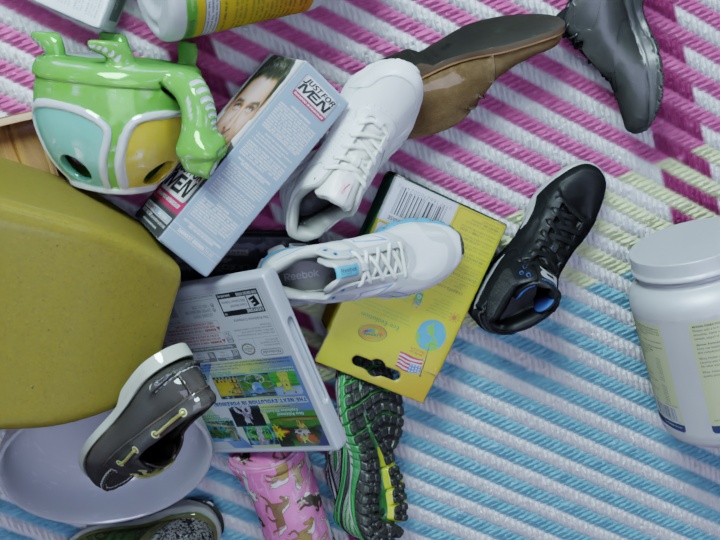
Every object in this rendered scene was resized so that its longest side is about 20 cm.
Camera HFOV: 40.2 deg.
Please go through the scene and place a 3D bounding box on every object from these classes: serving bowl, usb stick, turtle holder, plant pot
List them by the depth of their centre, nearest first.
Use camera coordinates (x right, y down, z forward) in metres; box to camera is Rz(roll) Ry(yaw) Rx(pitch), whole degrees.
[{"bbox_3d":[-0.271,0.020,0.844,0.200,0.195,0.195,11,103,-27],"label":"plant pot"},{"bbox_3d":[-0.197,-0.136,0.863,0.185,0.141,0.132,7,105,4],"label":"turtle holder"},{"bbox_3d":[-0.246,0.164,0.954,0.200,0.066,0.200,-9,135,-9],"label":"serving bowl"},{"bbox_3d":[-0.139,-0.014,0.965,0.199,0.033,0.056,0,111,-8],"label":"usb stick"}]

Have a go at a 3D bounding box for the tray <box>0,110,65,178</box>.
[{"bbox_3d":[-0.319,-0.044,0.930,0.098,0.037,0.200,-14,105,-4],"label":"tray"}]

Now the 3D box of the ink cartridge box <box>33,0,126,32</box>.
[{"bbox_3d":[-0.284,-0.324,0.870,0.200,0.050,0.162,25,100,4],"label":"ink cartridge box"}]

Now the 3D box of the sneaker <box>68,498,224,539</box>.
[{"bbox_3d":[-0.236,0.299,1.000,0.200,0.089,0.077,-23,106,-1],"label":"sneaker"}]

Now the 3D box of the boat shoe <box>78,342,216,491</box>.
[{"bbox_3d":[-0.183,0.142,0.837,0.061,0.072,0.201,50,133,15],"label":"boat shoe"}]

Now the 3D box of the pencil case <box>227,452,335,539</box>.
[{"bbox_3d":[-0.068,0.264,1.016,0.083,0.087,0.200,-13,107,19],"label":"pencil case"}]

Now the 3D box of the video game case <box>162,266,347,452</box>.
[{"bbox_3d":[-0.124,0.092,0.935,0.200,0.022,0.183,-9,111,37],"label":"video game case"}]

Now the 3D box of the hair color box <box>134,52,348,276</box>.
[{"bbox_3d":[-0.110,-0.099,0.891,0.061,0.099,0.200,42,85,-29],"label":"hair color box"}]

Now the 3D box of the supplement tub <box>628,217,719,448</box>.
[{"bbox_3d":[0.356,0.061,0.996,0.145,0.145,0.200,-20,106,-3],"label":"supplement tub"}]

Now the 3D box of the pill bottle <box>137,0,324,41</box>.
[{"bbox_3d":[-0.091,-0.272,0.849,0.200,0.111,0.111,-19,107,-23],"label":"pill bottle"}]

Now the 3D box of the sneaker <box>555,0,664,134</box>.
[{"bbox_3d":[0.237,-0.228,0.951,0.091,0.076,0.200,-14,99,6],"label":"sneaker"}]

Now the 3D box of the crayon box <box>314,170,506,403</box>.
[{"bbox_3d":[0.045,0.017,0.983,0.127,0.051,0.200,24,96,-13],"label":"crayon box"}]

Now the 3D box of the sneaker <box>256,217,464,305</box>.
[{"bbox_3d":[0.000,0.000,0.905,0.200,0.087,0.075,-12,94,0],"label":"sneaker"}]

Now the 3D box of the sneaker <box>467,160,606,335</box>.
[{"bbox_3d":[0.189,-0.014,0.969,0.073,0.112,0.200,36,97,-16],"label":"sneaker"}]

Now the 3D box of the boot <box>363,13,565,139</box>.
[{"bbox_3d":[0.103,-0.188,0.943,0.200,0.074,0.076,-19,119,5],"label":"boot"}]

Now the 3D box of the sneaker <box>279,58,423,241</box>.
[{"bbox_3d":[-0.005,-0.100,0.900,0.078,0.099,0.200,26,120,-18],"label":"sneaker"}]

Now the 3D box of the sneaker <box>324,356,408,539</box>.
[{"bbox_3d":[-0.008,0.179,1.009,0.078,0.085,0.201,-1,88,-44],"label":"sneaker"}]
